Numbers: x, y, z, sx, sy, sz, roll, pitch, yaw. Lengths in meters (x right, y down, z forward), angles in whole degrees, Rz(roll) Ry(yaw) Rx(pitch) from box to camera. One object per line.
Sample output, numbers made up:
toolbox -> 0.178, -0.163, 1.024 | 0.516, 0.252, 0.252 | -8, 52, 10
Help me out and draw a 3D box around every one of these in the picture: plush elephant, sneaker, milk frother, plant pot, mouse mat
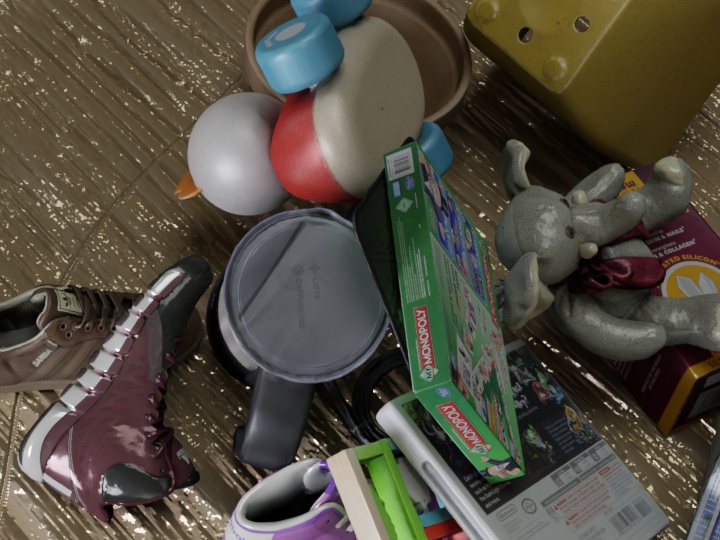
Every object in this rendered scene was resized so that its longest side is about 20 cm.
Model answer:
plush elephant -> 0.166, -0.018, 1.153 | 0.199, 0.155, 0.166 | -14, 64, 16
sneaker -> 0.003, 0.172, 1.082 | 0.199, 0.115, 0.073 | -11, 53, -21
sneaker -> -0.145, 0.095, 1.118 | 0.115, 0.076, 0.200 | 38, 89, 5
sneaker -> -0.213, 0.046, 1.163 | 0.199, 0.076, 0.071 | -11, 54, -18
milk frother -> -0.005, 0.055, 1.123 | 0.199, 0.188, 0.182 | -4, 85, -9
plant pot -> 0.202, -0.219, 1.332 | 0.194, 0.196, 0.200 | 44, 22, 23
mouse mat -> 0.045, 0.002, 1.097 | 0.007, 0.162, 0.200 | -17, 16, 19
plant pot -> -0.007, -0.165, 1.362 | 0.200, 0.093, 0.202 | 5, 52, -7

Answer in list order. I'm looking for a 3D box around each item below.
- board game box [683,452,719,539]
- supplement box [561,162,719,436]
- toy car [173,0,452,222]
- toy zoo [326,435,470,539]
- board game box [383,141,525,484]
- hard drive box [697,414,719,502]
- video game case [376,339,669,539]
board game box -> 0.261, 0.235, 1.067 | 0.199, 0.062, 0.201 | 20, 87, 16
supplement box -> 0.246, 0.019, 1.268 | 0.110, 0.086, 0.200 | -19, 58, -24
toy car -> -0.061, -0.108, 1.204 | 0.199, 0.185, 0.177 | -14, 30, 26
toy zoo -> 0.068, 0.173, 1.086 | 0.200, 0.020, 0.132 | -5, 68, -52
board game box -> 0.064, 0.028, 1.060 | 0.029, 0.135, 0.201 | -19, 50, 16
hard drive box -> 0.371, 0.135, 1.148 | 0.199, 0.157, 0.077 | 9, 17, -3
video game case -> 0.121, 0.145, 1.112 | 0.182, 0.023, 0.200 | 52, 33, 13
